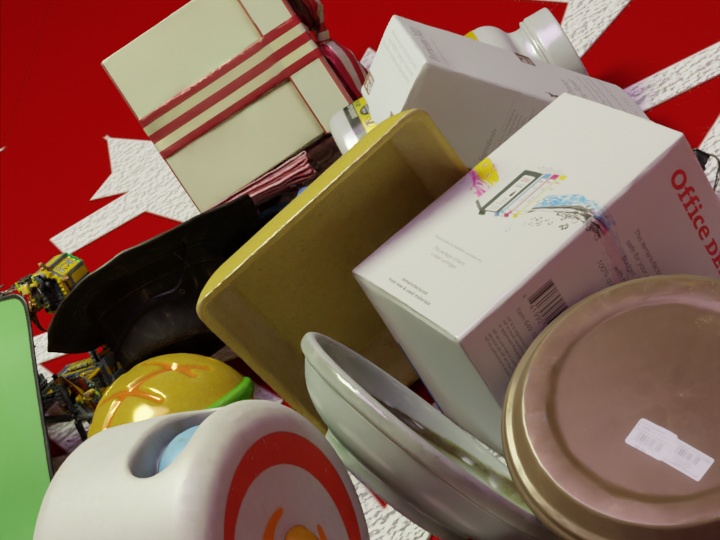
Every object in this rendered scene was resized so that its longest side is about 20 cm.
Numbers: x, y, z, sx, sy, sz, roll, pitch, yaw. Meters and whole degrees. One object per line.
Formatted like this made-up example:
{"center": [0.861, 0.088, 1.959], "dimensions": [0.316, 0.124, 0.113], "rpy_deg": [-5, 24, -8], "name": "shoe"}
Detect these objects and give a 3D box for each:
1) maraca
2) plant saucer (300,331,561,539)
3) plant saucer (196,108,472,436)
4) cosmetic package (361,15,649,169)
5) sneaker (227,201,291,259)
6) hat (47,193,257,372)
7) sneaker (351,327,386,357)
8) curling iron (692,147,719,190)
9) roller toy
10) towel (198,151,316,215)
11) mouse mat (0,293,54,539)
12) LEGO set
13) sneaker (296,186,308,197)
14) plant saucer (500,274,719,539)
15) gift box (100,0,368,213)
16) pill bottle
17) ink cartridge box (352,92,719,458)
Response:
{"center": [-0.142, 0.121, 1.290], "dimensions": [0.137, 0.107, 0.200], "rpy_deg": [-32, 4, 13], "name": "maraca"}
{"center": [0.034, 0.116, 1.091], "dimensions": [0.050, 0.200, 0.200], "rpy_deg": [-53, 32, 3], "name": "plant saucer"}
{"center": [0.000, 0.000, 1.239], "dimensions": [0.200, 0.200, 0.048], "rpy_deg": [-42, 46, -1], "name": "plant saucer"}
{"center": [0.110, -0.117, 1.332], "dimensions": [0.074, 0.199, 0.102], "rpy_deg": [-65, 24, 21], "name": "cosmetic package"}
{"center": [-0.108, 0.001, 1.511], "dimensions": [0.200, 0.066, 0.078], "rpy_deg": [-28, 3, 22], "name": "sneaker"}
{"center": [-0.140, 0.030, 1.371], "dimensions": [0.200, 0.081, 0.201], "rpy_deg": [-35, -13, -9], "name": "hat"}
{"center": [0.060, 0.000, 1.336], "dimensions": [0.200, 0.070, 0.078], "rpy_deg": [-45, 27, -20], "name": "sneaker"}
{"center": [0.226, -0.095, 1.352], "dimensions": [0.200, 0.025, 0.050], "rpy_deg": [-112, 43, -62], "name": "curling iron"}
{"center": [-0.081, 0.171, 1.009], "dimensions": [0.139, 0.182, 0.201], "rpy_deg": [-14, 60, 31], "name": "roller toy"}
{"center": [-0.109, -0.048, 1.515], "dimensions": [0.144, 0.023, 0.200], "rpy_deg": [-31, 2, -6], "name": "towel"}
{"center": [-0.313, 0.130, 1.429], "dimensions": [0.160, 0.008, 0.201], "rpy_deg": [-15, 79, 28], "name": "mouse mat"}
{"center": [-0.293, 0.081, 1.466], "dimensions": [0.199, 0.154, 0.116], "rpy_deg": [-10, 21, 26], "name": "LEGO set"}
{"center": [-0.015, -0.042, 1.379], "dimensions": [0.200, 0.079, 0.075], "rpy_deg": [-44, -11, 27], "name": "sneaker"}
{"center": [0.178, 0.079, 1.030], "dimensions": [0.199, 0.030, 0.201], "rpy_deg": [-7, 53, 9], "name": "plant saucer"}
{"center": [-0.102, -0.173, 1.588], "dimensions": [0.186, 0.185, 0.200], "rpy_deg": [-33, 8, 4], "name": "gift box"}
{"center": [0.084, -0.125, 1.445], "dimensions": [0.200, 0.113, 0.113], "rpy_deg": [-30, 31, 4], "name": "pill bottle"}
{"center": [0.132, 0.008, 1.182], "dimensions": [0.200, 0.147, 0.145], "rpy_deg": [-40, 31, -12], "name": "ink cartridge box"}
